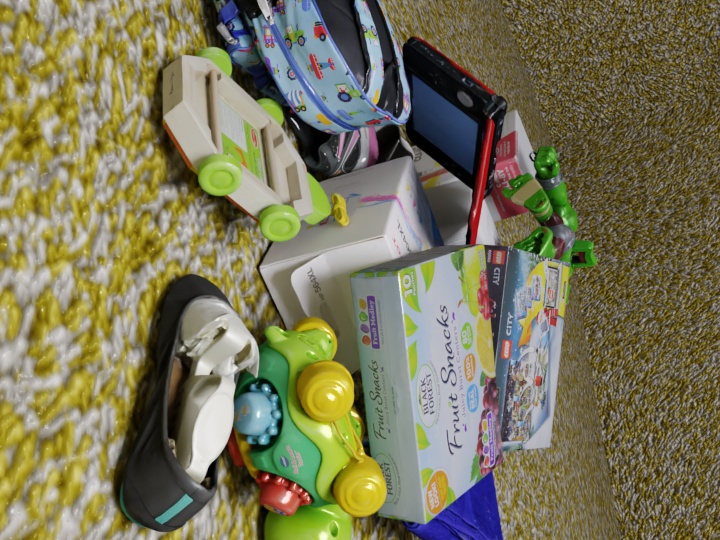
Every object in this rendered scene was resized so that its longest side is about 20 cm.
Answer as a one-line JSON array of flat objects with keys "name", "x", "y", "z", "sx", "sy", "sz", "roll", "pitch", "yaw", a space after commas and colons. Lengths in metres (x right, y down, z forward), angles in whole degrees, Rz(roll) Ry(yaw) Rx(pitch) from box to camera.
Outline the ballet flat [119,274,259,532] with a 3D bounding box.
[{"name": "ballet flat", "x": -0.101, "y": 0.074, "z": 0.572, "sx": 0.068, "sy": 0.068, "sz": 0.201, "roll": 36, "pitch": 39, "yaw": -33}]

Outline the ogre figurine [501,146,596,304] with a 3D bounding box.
[{"name": "ogre figurine", "x": 0.222, "y": -0.032, "z": 1.032, "sx": 0.120, "sy": 0.098, "sz": 0.201, "roll": 42, "pitch": 34, "yaw": -47}]

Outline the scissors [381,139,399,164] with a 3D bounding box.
[{"name": "scissors", "x": 0.015, "y": -0.096, "z": 0.946, "sx": 0.014, "sy": 0.073, "sz": 0.200, "roll": 40, "pitch": -4, "yaw": -1}]

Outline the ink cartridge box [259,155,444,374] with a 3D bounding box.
[{"name": "ink cartridge box", "x": 0.000, "y": 0.000, "z": 0.832, "sx": 0.200, "sy": 0.125, "sz": 0.129, "roll": -72, "pitch": 143, "yaw": -58}]

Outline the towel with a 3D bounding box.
[{"name": "towel", "x": 0.097, "y": 0.217, "z": 0.882, "sx": 0.200, "sy": 0.049, "sz": 0.148, "roll": 50, "pitch": 34, "yaw": -48}]

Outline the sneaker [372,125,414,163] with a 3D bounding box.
[{"name": "sneaker", "x": 0.013, "y": -0.158, "z": 1.049, "sx": 0.085, "sy": 0.073, "sz": 0.200, "roll": 51, "pitch": -7, "yaw": 18}]

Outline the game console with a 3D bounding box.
[{"name": "game console", "x": 0.078, "y": -0.100, "z": 0.865, "sx": 0.172, "sy": 0.119, "sz": 0.200, "roll": 40, "pitch": -12, "yaw": 15}]

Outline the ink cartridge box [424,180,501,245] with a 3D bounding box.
[{"name": "ink cartridge box", "x": 0.104, "y": 0.001, "z": 1.070, "sx": 0.084, "sy": 0.144, "sz": 0.200, "roll": -84, "pitch": 153, "yaw": -47}]

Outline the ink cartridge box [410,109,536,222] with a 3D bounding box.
[{"name": "ink cartridge box", "x": 0.128, "y": -0.120, "z": 1.161, "sx": 0.084, "sy": 0.199, "sz": 0.145, "roll": 61, "pitch": 24, "yaw": -28}]

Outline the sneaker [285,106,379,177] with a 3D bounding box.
[{"name": "sneaker", "x": -0.044, "y": -0.192, "z": 0.927, "sx": 0.086, "sy": 0.080, "sz": 0.201, "roll": -3, "pitch": 69, "yaw": -49}]

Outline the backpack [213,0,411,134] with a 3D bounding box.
[{"name": "backpack", "x": -0.041, "y": -0.211, "z": 0.804, "sx": 0.182, "sy": 0.134, "sz": 0.201, "roll": 10, "pitch": 56, "yaw": -66}]

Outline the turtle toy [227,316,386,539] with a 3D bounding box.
[{"name": "turtle toy", "x": -0.043, "y": 0.135, "z": 0.651, "sx": 0.146, "sy": 0.101, "sz": 0.201, "roll": -123, "pitch": -165, "yaw": -75}]

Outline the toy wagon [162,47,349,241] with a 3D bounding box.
[{"name": "toy wagon", "x": -0.083, "y": -0.091, "z": 0.721, "sx": 0.200, "sy": 0.039, "sz": 0.156, "roll": 41, "pitch": 27, "yaw": -40}]

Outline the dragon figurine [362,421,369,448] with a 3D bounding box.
[{"name": "dragon figurine", "x": 0.039, "y": 0.200, "z": 0.899, "sx": 0.200, "sy": 0.059, "sz": 0.100, "roll": -2, "pitch": 78, "yaw": -72}]

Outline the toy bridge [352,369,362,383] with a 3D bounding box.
[{"name": "toy bridge", "x": 0.014, "y": 0.104, "z": 0.841, "sx": 0.200, "sy": 0.067, "sz": 0.027, "roll": -57, "pitch": 163, "yaw": -29}]

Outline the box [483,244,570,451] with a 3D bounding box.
[{"name": "box", "x": 0.159, "y": 0.081, "z": 0.889, "sx": 0.136, "sy": 0.038, "sz": 0.201, "roll": 11, "pitch": 85, "yaw": -50}]

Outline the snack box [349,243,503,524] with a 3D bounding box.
[{"name": "snack box", "x": 0.060, "y": 0.087, "z": 0.727, "sx": 0.142, "sy": 0.053, "sz": 0.201, "roll": -17, "pitch": 103, "yaw": -52}]
